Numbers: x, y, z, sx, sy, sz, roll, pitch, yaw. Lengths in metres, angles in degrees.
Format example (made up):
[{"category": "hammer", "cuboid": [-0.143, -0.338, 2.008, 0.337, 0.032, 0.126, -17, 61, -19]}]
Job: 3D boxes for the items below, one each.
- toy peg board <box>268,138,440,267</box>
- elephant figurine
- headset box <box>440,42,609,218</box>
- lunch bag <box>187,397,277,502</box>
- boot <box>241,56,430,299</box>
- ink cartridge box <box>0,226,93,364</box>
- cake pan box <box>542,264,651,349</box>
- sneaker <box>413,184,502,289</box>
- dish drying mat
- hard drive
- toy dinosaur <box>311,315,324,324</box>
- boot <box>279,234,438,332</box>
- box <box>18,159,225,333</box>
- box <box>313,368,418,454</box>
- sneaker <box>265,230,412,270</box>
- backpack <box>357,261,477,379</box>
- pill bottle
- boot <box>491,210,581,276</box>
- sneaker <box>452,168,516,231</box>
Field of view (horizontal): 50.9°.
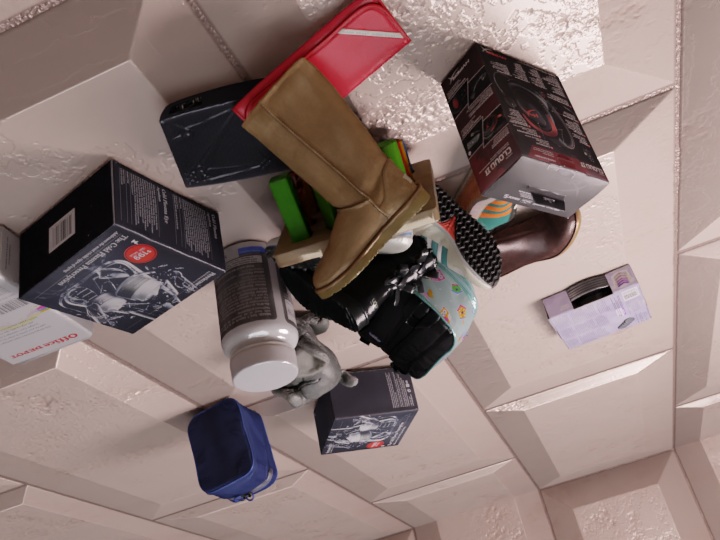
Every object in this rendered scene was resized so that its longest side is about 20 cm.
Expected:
[{"category": "toy peg board", "cuboid": [-0.013, -0.111, 0.942, 0.199, 0.199, 0.098, -16, 113, 10]}, {"category": "elephant figurine", "cuboid": [-0.108, 0.136, 1.327, 0.155, 0.141, 0.201, -31, 140, -28]}, {"category": "headset box", "cuboid": [0.196, -0.157, 0.899, 0.148, 0.201, 0.075, 9, 142, -33]}, {"category": "lunch bag", "cuboid": [-0.258, 0.383, 1.574, 0.135, 0.201, 0.132, -26, 149, 10]}, {"category": "boot", "cuboid": [-0.049, -0.095, 0.819, 0.200, 0.066, 0.175, 43, 94, -9]}, {"category": "ink cartridge box", "cuboid": [-0.491, 0.042, 1.057, 0.144, 0.085, 0.200, -19, 147, 10]}, {"category": "cake pan box", "cuboid": [0.476, 0.078, 1.521, 0.184, 0.053, 0.200, -27, 146, 16]}, {"category": "sneaker", "cuboid": [0.118, -0.046, 1.101, 0.200, 0.070, 0.093, 44, 148, -9]}, {"category": "dish drying mat", "cuboid": [-0.043, -0.215, 0.831, 0.200, 0.018, 0.077, -38, 127, 12]}, {"category": "hard drive", "cuboid": [-0.127, -0.169, 0.904, 0.199, 0.043, 0.135, -13, 148, -4]}, {"category": "toy dinosaur", "cuboid": [-0.033, 0.047, 1.281, 0.199, 0.048, 0.088, 4, 138, -32]}, {"category": "boot", "cuboid": [-0.001, -0.001, 1.070, 0.162, 0.198, 0.074, -38, 128, -24]}, {"category": "box", "cuboid": [-0.315, -0.022, 1.005, 0.199, 0.105, 0.182, -31, 146, 26]}, {"category": "box", "cuboid": [0.007, 0.303, 1.628, 0.181, 0.105, 0.200, -3, 147, -14]}, {"category": "sneaker", "cuboid": [-0.030, -0.047, 1.015, 0.199, 0.073, 0.072, -9, 157, 1]}, {"category": "backpack", "cuboid": [0.092, 0.056, 1.184, 0.153, 0.176, 0.200, -45, 174, -26]}, {"category": "pill bottle", "cuboid": [-0.153, 0.068, 1.117, 0.113, 0.201, 0.114, -9, 148, -6]}, {"category": "boot", "cuboid": [0.237, -0.040, 1.204, 0.166, 0.073, 0.200, -6, 156, -32]}, {"category": "sneaker", "cuboid": [0.198, -0.115, 1.096, 0.079, 0.072, 0.200, -2, 154, -21]}]
